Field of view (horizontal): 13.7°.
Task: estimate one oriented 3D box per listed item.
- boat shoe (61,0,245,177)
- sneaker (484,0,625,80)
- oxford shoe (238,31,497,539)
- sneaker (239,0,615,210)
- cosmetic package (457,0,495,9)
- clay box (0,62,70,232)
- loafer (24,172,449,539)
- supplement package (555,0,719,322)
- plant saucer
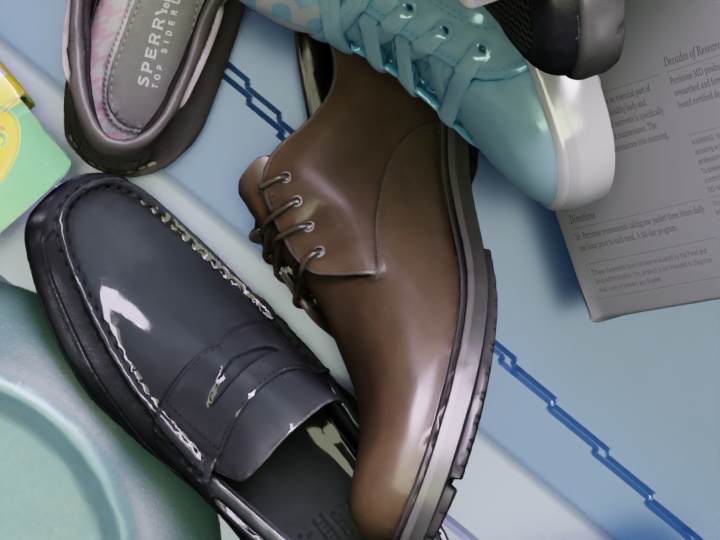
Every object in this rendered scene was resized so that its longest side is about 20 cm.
[{"bbox_3d":[-0.057,-0.129,0.993,0.067,0.057,0.201,12,91,-3],"label":"boat shoe"},{"bbox_3d":[0.000,-0.125,0.872,0.114,0.076,0.200,-19,63,-15],"label":"sneaker"},{"bbox_3d":[0.000,0.000,0.962,0.084,0.073,0.201,6,58,-11],"label":"oxford shoe"},{"bbox_3d":[0.000,-0.089,0.936,0.082,0.074,0.200,-29,68,-15],"label":"sneaker"},{"bbox_3d":[0.018,-0.173,0.815,0.105,0.071,0.200,-24,60,-29],"label":"cosmetic package"},{"bbox_3d":[-0.198,-0.074,0.991,0.115,0.048,0.200,-40,91,-1],"label":"clay box"},{"bbox_3d":[-0.033,0.048,0.984,0.068,0.070,0.201,-40,94,-29],"label":"loafer"},{"bbox_3d":[0.142,-0.107,0.918,0.147,0.191,0.201,-19,93,-25],"label":"supplement package"},{"bbox_3d":[-0.145,0.102,1.005,0.199,0.036,0.201,0,91,-2],"label":"plant saucer"}]
